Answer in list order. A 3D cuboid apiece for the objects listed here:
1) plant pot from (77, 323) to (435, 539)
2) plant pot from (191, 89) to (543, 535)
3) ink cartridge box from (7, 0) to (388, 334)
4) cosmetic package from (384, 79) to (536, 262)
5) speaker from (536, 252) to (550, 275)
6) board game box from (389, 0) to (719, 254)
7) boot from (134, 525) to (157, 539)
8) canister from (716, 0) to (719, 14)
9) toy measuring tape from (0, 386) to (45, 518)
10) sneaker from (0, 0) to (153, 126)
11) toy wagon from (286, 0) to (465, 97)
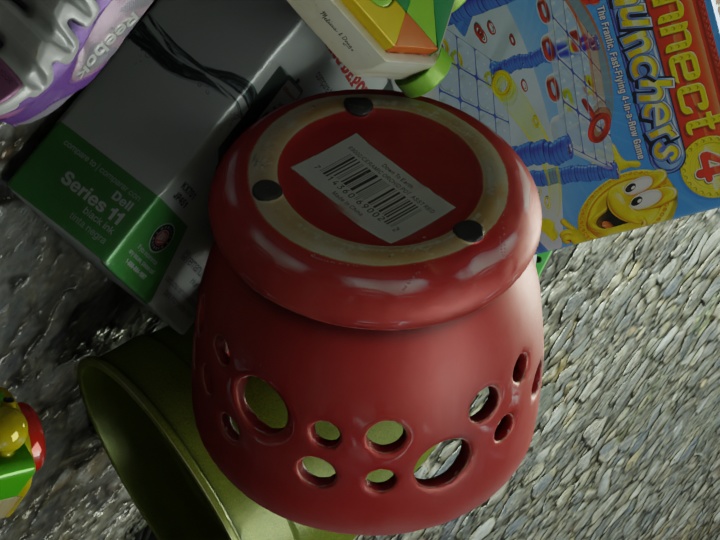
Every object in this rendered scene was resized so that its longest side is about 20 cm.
[{"bbox_3d":[-0.044,0.091,1.430,0.193,0.200,0.201,-33,152,-19],"label":"plant pot"},{"bbox_3d":[0.008,0.013,1.245,0.200,0.200,0.183,-35,146,-36],"label":"plant pot"},{"bbox_3d":[-0.087,-0.081,1.287,0.200,0.083,0.147,-52,158,-5],"label":"ink cartridge box"},{"bbox_3d":[0.064,-0.074,1.501,0.200,0.112,0.081,82,12,-54],"label":"cosmetic package"},{"bbox_3d":[0.100,-0.025,1.733,0.088,0.088,0.201,-19,140,-53],"label":"speaker"},{"bbox_3d":[0.120,-0.118,1.354,0.056,0.195,0.201,-69,142,-70],"label":"board game box"},{"bbox_3d":[-0.158,0.267,1.691,0.200,0.068,0.131,-54,163,6],"label":"boot"},{"bbox_3d":[0.242,-0.237,1.699,0.149,0.086,0.200,-46,158,-14],"label":"canister"},{"bbox_3d":[-0.233,0.116,1.344,0.073,0.074,0.200,-38,174,-32],"label":"toy measuring tape"},{"bbox_3d":[-0.132,-0.145,1.126,0.200,0.080,0.089,-45,164,-7],"label":"sneaker"},{"bbox_3d":[0.006,-0.195,1.231,0.039,0.155,0.201,-22,-146,35],"label":"toy wagon"}]
